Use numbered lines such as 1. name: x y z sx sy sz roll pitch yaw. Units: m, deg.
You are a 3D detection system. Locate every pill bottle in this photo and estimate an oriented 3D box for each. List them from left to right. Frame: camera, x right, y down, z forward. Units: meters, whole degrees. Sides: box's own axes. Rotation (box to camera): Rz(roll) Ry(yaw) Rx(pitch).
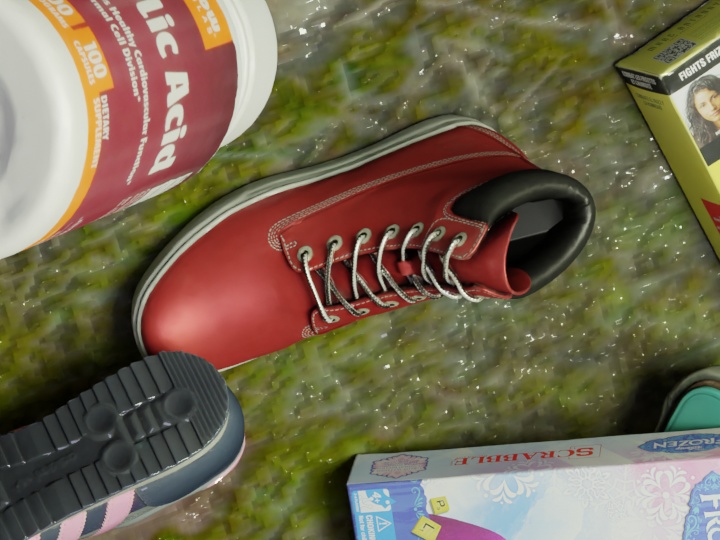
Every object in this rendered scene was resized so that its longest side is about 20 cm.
1. pill bottle: -0.118 -0.077 1.062 0.114 0.200 0.114 6 105 23

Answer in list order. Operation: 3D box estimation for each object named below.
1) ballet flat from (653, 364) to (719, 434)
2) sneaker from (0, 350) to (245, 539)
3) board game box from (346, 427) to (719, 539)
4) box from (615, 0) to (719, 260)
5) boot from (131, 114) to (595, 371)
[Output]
1. ballet flat: 0.150 0.132 1.293 0.067 0.064 0.200 35 112 18
2. sneaker: -0.144 0.104 1.179 0.200 0.082 0.070 -19 66 3
3. board game box: 0.105 0.179 1.256 0.199 0.041 0.200 -6 107 10
4. box: 0.205 -0.035 1.280 0.075 0.050 0.200 -34 113 -10
5. boot: 0.000 0.000 1.162 0.200 0.144 0.072 -28 113 -11
